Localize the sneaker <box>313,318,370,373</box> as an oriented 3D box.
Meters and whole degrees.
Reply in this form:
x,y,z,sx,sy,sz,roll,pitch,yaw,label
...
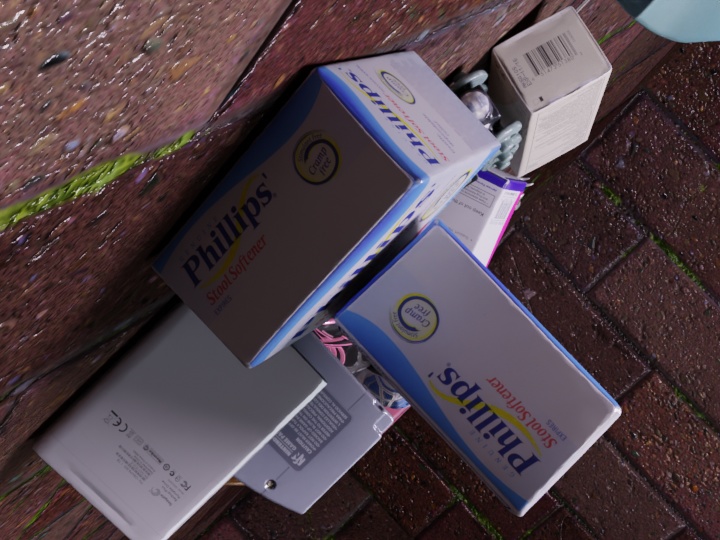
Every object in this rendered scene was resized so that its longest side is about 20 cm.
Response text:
x,y,z,sx,sy,sz,roll,pitch,yaw,label
-0.022,0.045,1.215,0.095,0.080,0.200,-19,156,26,sneaker

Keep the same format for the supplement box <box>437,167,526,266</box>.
x,y,z,sx,sy,sz,roll,pitch,yaw,label
0.083,-0.024,1.413,0.201,0.103,0.101,-66,164,9,supplement box

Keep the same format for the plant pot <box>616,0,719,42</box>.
x,y,z,sx,sy,sz,roll,pitch,yaw,label
0.271,-0.281,1.114,0.199,0.142,0.141,-23,159,-52,plant pot

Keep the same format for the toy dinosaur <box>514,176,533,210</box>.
x,y,z,sx,sy,sz,roll,pitch,yaw,label
0.103,-0.100,1.541,0.199,0.077,0.103,13,119,-50,toy dinosaur

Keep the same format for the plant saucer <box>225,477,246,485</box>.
x,y,z,sx,sy,sz,roll,pitch,yaw,label
-0.151,0.160,1.216,0.200,0.198,0.038,10,86,-82,plant saucer

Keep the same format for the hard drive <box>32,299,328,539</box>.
x,y,z,sx,sy,sz,roll,pitch,yaw,label
-0.142,0.112,1.060,0.200,0.132,0.027,-44,-163,-1,hard drive

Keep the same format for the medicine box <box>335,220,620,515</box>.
x,y,z,sx,sy,sz,roll,pitch,yaw,label
0.082,0.073,0.983,0.103,0.182,0.200,-44,174,-3,medicine box

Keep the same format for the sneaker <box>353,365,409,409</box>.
x,y,z,sx,sy,sz,roll,pitch,yaw,label
0.040,0.093,1.336,0.076,0.077,0.200,-59,-160,-22,sneaker

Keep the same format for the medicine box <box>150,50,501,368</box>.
x,y,z,sx,sy,sz,roll,pitch,yaw,label
-0.018,-0.048,0.929,0.182,0.103,0.200,-47,174,23,medicine box

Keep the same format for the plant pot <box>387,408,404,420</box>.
x,y,z,sx,sy,sz,roll,pitch,yaw,label
-0.063,0.156,1.585,0.200,0.179,0.200,-43,174,-6,plant pot

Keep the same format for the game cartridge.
x,y,z,sx,sy,sz,roll,pitch,yaw,label
-0.082,0.101,1.105,0.133,0.200,0.040,-44,-162,-6,game cartridge

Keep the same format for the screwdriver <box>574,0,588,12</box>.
x,y,z,sx,sy,sz,roll,pitch,yaw,label
0.222,-0.269,1.350,0.200,0.028,0.029,-48,-157,25,screwdriver

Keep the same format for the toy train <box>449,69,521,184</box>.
x,y,z,sx,sy,sz,roll,pitch,yaw,label
0.088,-0.119,1.254,0.114,0.086,0.200,-35,173,2,toy train

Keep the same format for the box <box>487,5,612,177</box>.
x,y,z,sx,sy,sz,roll,pitch,yaw,label
0.183,-0.173,1.333,0.094,0.078,0.200,-29,167,-5,box
